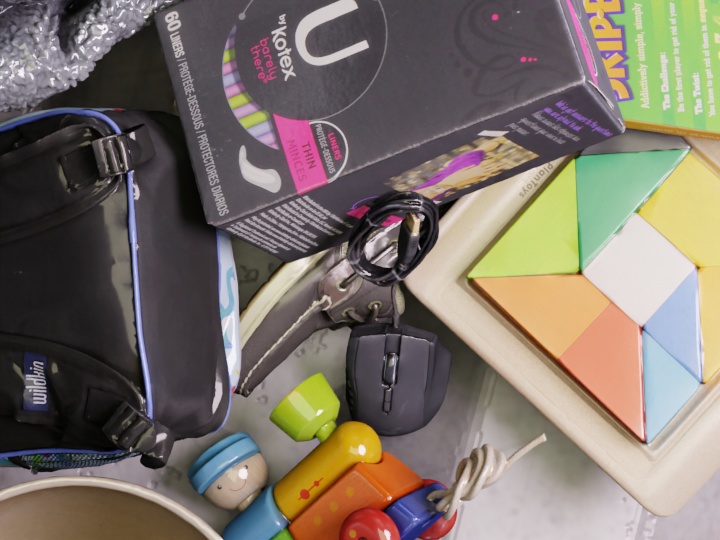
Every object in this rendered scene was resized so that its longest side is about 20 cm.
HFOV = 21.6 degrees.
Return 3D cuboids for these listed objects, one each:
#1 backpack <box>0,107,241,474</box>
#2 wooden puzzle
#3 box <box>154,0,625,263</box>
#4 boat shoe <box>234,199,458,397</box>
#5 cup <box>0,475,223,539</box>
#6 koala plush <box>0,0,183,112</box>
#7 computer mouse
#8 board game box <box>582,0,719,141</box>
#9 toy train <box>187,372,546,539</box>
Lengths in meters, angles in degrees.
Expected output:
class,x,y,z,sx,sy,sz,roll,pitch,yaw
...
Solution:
class,x,y,z,sx,sy,sz,roll,pitch,yaw
backpack,-0.166,0.015,0.994,0.199,0.147,0.184,-8,87,26
wooden puzzle,0.151,0.001,1.003,0.200,0.037,0.185,42,91,4
box,0.015,-0.099,0.953,0.199,0.106,0.123,-21,74,14
boat shoe,0.000,0.000,1.046,0.066,0.072,0.201,42,84,4
cup,-0.144,0.203,1.003,0.199,0.143,0.201,0,89,-2
koala plush,-0.207,-0.194,0.939,0.184,0.177,0.200,-47,132,-24
computer mouse,0.018,0.031,0.997,0.058,0.200,0.034,6,52,6
board game box,0.179,-0.117,0.979,0.199,0.030,0.096,10,83,11
toy train,-0.001,0.102,1.012,0.200,0.085,0.116,-44,76,27
